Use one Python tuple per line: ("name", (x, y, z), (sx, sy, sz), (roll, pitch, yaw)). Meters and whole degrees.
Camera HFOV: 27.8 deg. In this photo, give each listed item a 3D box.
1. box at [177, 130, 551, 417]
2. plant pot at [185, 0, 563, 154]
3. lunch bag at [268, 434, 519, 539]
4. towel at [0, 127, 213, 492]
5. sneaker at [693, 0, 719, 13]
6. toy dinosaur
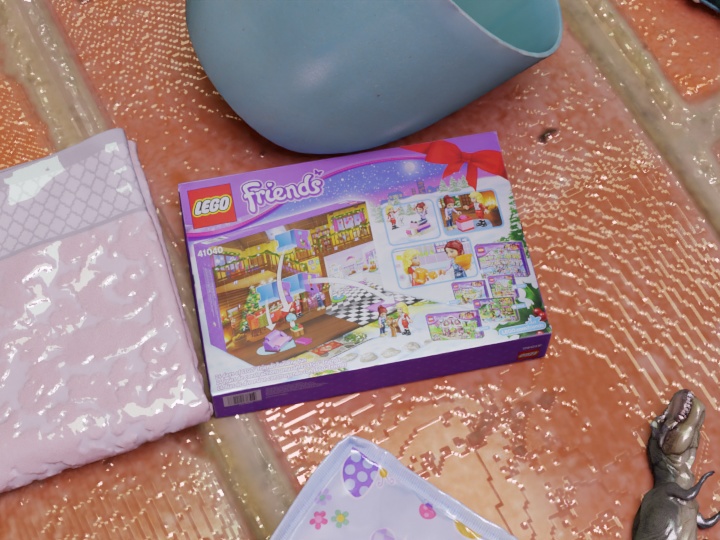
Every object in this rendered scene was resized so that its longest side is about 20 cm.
("box", (0.000, 0.000, 0.854), (0.197, 0.039, 0.138), (-9, 65, -6))
("plant pot", (-0.006, -0.164, 0.849), (0.160, 0.200, 0.202), (-34, 60, 30))
("lunch bag", (-0.018, 0.208, 0.677), (0.127, 0.170, 0.200), (33, 64, 17))
("towel", (-0.199, 0.030, 0.824), (0.198, 0.032, 0.193), (-19, 65, 0))
("sneaker", (0.198, -0.226, 0.961), (0.079, 0.072, 0.201), (-26, 62, -9))
("toy dinosaur", (0.175, 0.165, 0.771), (0.087, 0.048, 0.202), (8, 62, 28))
